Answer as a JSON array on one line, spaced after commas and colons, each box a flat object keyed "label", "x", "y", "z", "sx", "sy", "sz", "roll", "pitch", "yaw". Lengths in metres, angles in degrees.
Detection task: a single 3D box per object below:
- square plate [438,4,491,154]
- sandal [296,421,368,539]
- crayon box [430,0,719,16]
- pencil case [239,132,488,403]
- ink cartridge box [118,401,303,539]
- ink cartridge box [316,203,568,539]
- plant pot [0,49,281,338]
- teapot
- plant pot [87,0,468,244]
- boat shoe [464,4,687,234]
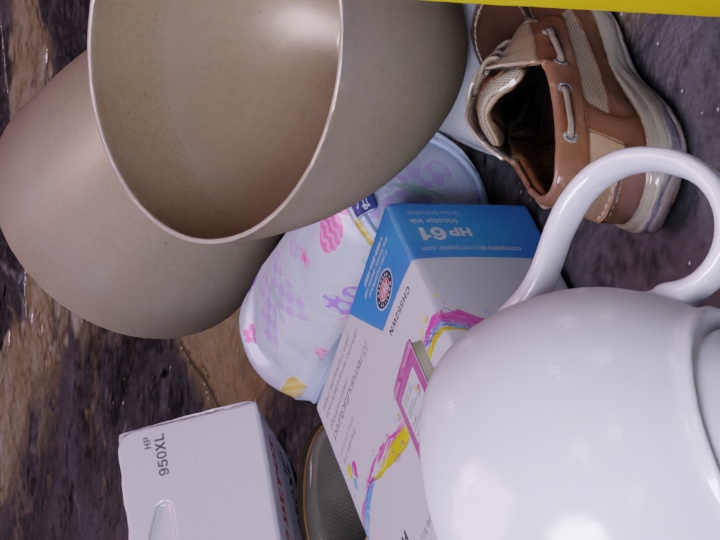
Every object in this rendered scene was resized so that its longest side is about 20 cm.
[{"label": "square plate", "x": 0.004, "y": -0.177, "z": 1.441, "sx": 0.200, "sy": 0.028, "sz": 0.199, "roll": 25, "pitch": 123, "yaw": 45}, {"label": "sandal", "x": 0.016, "y": 0.173, "z": 1.442, "sx": 0.055, "sy": 0.082, "sz": 0.200, "roll": -29, "pitch": 61, "yaw": 55}, {"label": "crayon box", "x": 0.121, "y": -0.172, "z": 1.078, "sx": 0.200, "sy": 0.172, "sz": 0.058, "roll": 135, "pitch": 132, "yaw": -59}, {"label": "pencil case", "x": 0.000, "y": 0.000, "z": 1.489, "sx": 0.091, "sy": 0.083, "sz": 0.200, "roll": 68, "pitch": 151, "yaw": 16}, {"label": "ink cartridge box", "x": -0.061, "y": 0.183, "z": 1.505, "sx": 0.200, "sy": 0.084, "sz": 0.145, "roll": 64, "pitch": -167, "yaw": -59}, {"label": "ink cartridge box", "x": 0.058, "y": 0.083, "z": 1.336, "sx": 0.200, "sy": 0.084, "sz": 0.145, "roll": -115, "pitch": 34, "yaw": -46}, {"label": "plant pot", "x": -0.103, "y": -0.088, "z": 1.635, "sx": 0.200, "sy": 0.187, "sz": 0.188, "roll": -48, "pitch": 45, "yaw": 50}, {"label": "teapot", "x": 0.126, "y": 0.081, "z": 1.088, "sx": 0.146, "sy": 0.200, "sz": 0.198, "roll": -27, "pitch": 22, "yaw": 26}, {"label": "plant pot", "x": -0.024, "y": -0.113, "z": 1.354, "sx": 0.200, "sy": 0.134, "sz": 0.201, "roll": 1, "pitch": 92, "yaw": 49}, {"label": "boat shoe", "x": 0.087, "y": -0.086, "z": 1.288, "sx": 0.200, "sy": 0.072, "sz": 0.076, "roll": -123, "pitch": 40, "yaw": -57}]
